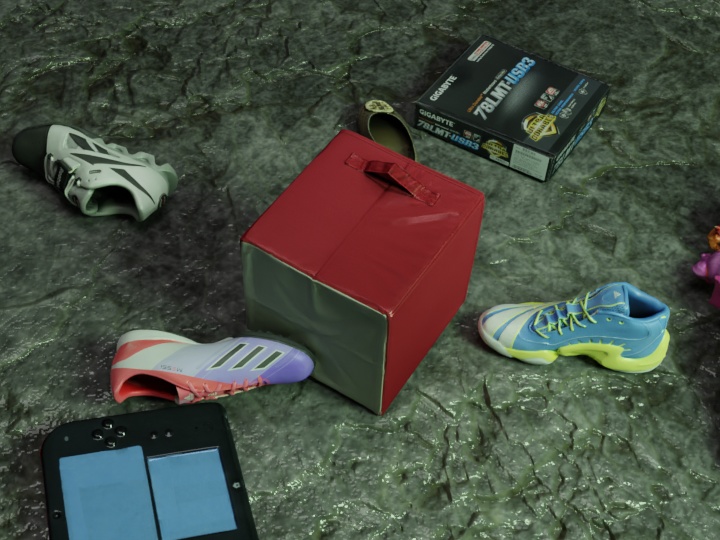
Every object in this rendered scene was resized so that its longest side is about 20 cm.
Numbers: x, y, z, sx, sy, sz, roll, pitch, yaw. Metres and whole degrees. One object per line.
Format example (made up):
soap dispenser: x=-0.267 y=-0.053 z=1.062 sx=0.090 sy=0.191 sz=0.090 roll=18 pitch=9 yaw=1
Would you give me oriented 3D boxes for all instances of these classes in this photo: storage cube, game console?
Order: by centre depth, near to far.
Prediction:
game console: x=-0.189 y=0.210 z=0.931 sx=0.177 sy=0.031 sz=0.200 roll=-9 pitch=49 yaw=-14
storage cube: x=0.000 y=0.000 z=1.042 sx=0.171 sy=0.200 sz=0.180 roll=27 pitch=55 yaw=18

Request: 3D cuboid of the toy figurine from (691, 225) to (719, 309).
toy figurine: x=0.450 y=-0.023 z=1.174 sx=0.184 sy=0.150 sz=0.200 roll=-39 pitch=38 yaw=-24

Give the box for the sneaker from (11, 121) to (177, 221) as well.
sneaker: x=-0.320 y=-0.109 z=1.191 sx=0.200 sy=0.074 sz=0.089 roll=15 pitch=45 yaw=9

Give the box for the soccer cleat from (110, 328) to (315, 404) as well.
soccer cleat: x=-0.145 y=0.102 z=1.016 sx=0.200 sy=0.068 sz=0.073 roll=3 pitch=46 yaw=2

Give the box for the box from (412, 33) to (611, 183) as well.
box: x=0.202 y=-0.220 z=1.375 sx=0.198 sy=0.050 sz=0.200 roll=28 pitch=49 yaw=18

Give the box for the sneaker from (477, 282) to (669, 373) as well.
sneaker: x=0.227 y=0.045 z=1.083 sx=0.200 sy=0.105 sz=0.076 roll=6 pitch=46 yaw=-1

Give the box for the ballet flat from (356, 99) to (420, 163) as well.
ballet flat: x=0.041 y=-0.155 z=1.294 sx=0.067 sy=0.046 sz=0.200 roll=-5 pitch=47 yaw=-12
